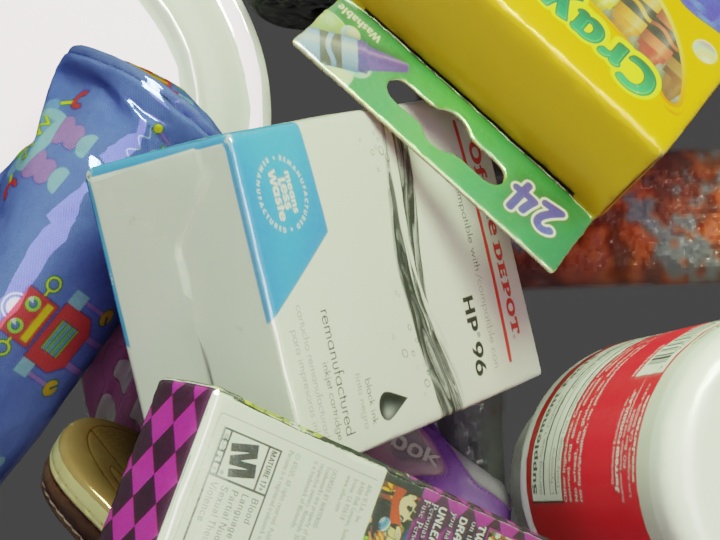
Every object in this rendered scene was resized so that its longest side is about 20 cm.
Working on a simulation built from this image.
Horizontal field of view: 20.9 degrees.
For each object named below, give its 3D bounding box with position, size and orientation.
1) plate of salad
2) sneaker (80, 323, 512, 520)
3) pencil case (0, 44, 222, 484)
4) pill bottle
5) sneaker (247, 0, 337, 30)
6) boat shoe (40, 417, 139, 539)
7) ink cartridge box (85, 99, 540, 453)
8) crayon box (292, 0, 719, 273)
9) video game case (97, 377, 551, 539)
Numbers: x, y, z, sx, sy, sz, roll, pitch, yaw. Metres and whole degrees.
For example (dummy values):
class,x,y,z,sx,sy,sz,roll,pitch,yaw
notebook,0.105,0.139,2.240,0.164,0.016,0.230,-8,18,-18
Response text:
class,x,y,z,sx,sy,sz,roll,pitch,yaw
plate of salad,-0.137,-0.063,0.798,0.200,0.048,0.200,0,88,-6
sneaker,-0.018,0.073,0.786,0.200,0.088,0.081,35,127,-1
pencil case,-0.132,0.009,0.734,0.078,0.087,0.200,41,84,-37
pill bottle,0.127,0.078,0.734,0.112,0.200,0.112,2,82,-14
sneaker,0.054,-0.155,0.812,0.199,0.076,0.114,3,82,-8
boat shoe,-0.055,0.142,0.738,0.072,0.072,0.200,-40,106,19
ink cartridge box,0.000,0.000,0.719,0.068,0.200,0.116,-11,93,34
crayon box,0.082,-0.108,0.725,0.126,0.052,0.200,41,52,0
video game case,-0.022,0.156,0.607,0.181,0.036,0.200,27,78,-38
